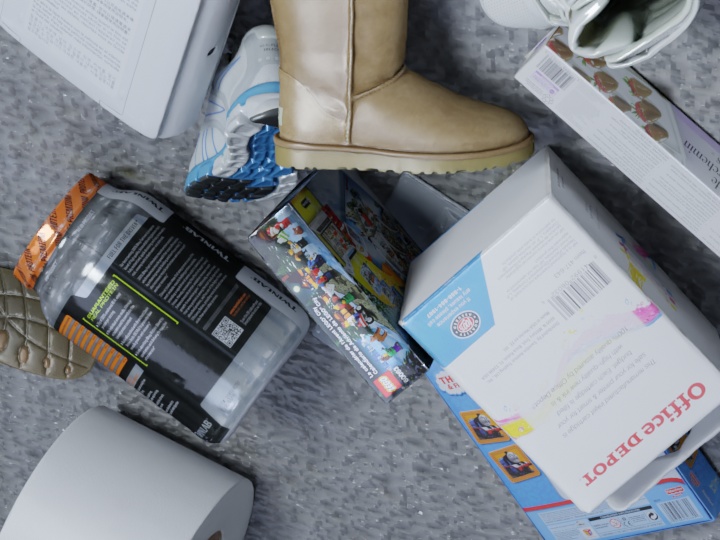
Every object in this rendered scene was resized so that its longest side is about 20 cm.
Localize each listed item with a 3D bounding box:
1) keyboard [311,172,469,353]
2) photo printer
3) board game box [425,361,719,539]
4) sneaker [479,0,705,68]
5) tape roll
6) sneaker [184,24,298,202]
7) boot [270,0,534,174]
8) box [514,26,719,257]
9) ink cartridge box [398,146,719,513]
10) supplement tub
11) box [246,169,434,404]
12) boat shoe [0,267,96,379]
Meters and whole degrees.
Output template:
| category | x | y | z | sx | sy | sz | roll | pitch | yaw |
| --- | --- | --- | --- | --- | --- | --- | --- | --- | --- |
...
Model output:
| category | x | y | z | sx | sy | sz | roll | pitch | yaw |
| --- | --- | --- | --- | --- | --- | --- | --- | --- | --- |
| keyboard | 0.020 | 0.004 | 1.661 | 0.056 | 0.011 | 0.200 | 38 | 138 | 7 |
| photo printer | -0.153 | -0.200 | 1.493 | 0.166 | 0.069 | 0.200 | 37 | 141 | 11 |
| board game box | 0.146 | 0.106 | 1.646 | 0.151 | 0.037 | 0.200 | -18 | 116 | 42 |
| sneaker | 0.129 | -0.164 | 1.354 | 0.200 | 0.116 | 0.074 | -16 | 119 | 44 |
| tape roll | -0.193 | 0.227 | 1.861 | 0.139 | 0.203 | 0.203 | 26 | 137 | 13 |
| sneaker | -0.074 | -0.107 | 1.588 | 0.075 | 0.087 | 0.200 | 0 | 162 | -18 |
| boot | 0.024 | -0.162 | 1.439 | 0.175 | 0.066 | 0.200 | -1 | 107 | -3 |
| box | 0.186 | -0.077 | 1.451 | 0.200 | 0.039 | 0.041 | 40 | 140 | -4 |
| ink cartridge box | 0.140 | 0.045 | 1.494 | 0.129 | 0.125 | 0.200 | -41 | 101 | 14 |
| supplement tub | -0.147 | 0.025 | 1.705 | 0.200 | 0.123 | 0.123 | 37 | 138 | -1 |
| box | 0.000 | 0.000 | 1.524 | 0.038 | 0.200 | 0.137 | -38 | 94 | 14 |
| boat shoe | -0.300 | 0.032 | 1.866 | 0.200 | 0.072 | 0.068 | 22 | 170 | 4 |
